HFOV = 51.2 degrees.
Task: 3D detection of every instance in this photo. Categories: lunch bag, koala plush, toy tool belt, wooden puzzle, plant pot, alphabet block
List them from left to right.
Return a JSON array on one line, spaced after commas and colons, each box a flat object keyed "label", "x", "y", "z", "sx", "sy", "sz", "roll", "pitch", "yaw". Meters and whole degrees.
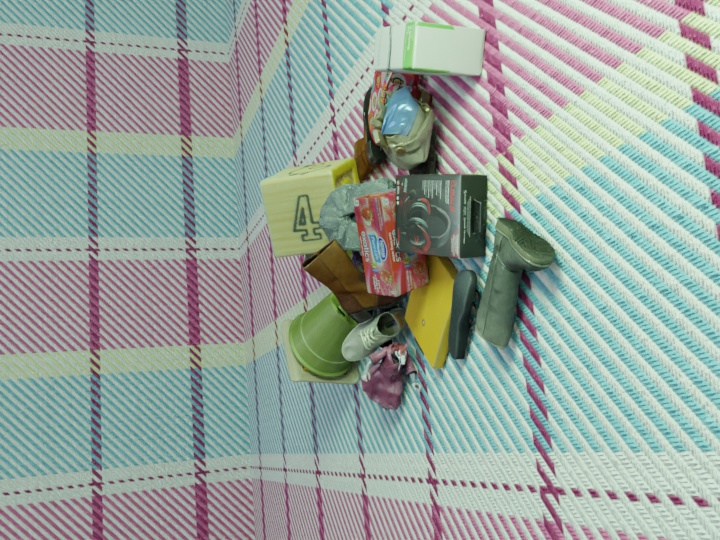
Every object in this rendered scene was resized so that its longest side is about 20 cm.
[{"label": "alphabet block", "x": -0.113, "y": -0.158, "z": 1.877, "sx": 0.195, "sy": 0.196, "sz": 0.200, "roll": -48, "pitch": -51, "yaw": -65}, {"label": "wooden puzzle", "x": -0.106, "y": 0.215, "z": 2.016, "sx": 0.037, "sy": 0.196, "sz": 0.188, "roll": -55, "pitch": 40, "yaw": 45}, {"label": "plant pot", "x": -0.060, "y": 0.140, "z": 1.949, "sx": 0.191, "sy": 0.197, "sz": 0.203, "roll": -51, "pitch": 42, "yaw": 41}, {"label": "koala plush", "x": 0.013, "y": -0.115, "z": 1.744, "sx": 0.200, "sy": 0.180, "sz": 0.182, "roll": 7, "pitch": -96, "yaw": -74}, {"label": "lunch bag", "x": 0.066, "y": -0.393, "z": 1.677, "sx": 0.177, "sy": 0.080, "sz": 0.203, "roll": -109, "pitch": 26, "yaw": -54}, {"label": "toy tool belt", "x": 0.083, "y": -0.308, "z": 1.506, "sx": 0.124, "sy": 0.122, "sz": 0.203, "roll": -24, "pitch": 46, "yaw": 45}]

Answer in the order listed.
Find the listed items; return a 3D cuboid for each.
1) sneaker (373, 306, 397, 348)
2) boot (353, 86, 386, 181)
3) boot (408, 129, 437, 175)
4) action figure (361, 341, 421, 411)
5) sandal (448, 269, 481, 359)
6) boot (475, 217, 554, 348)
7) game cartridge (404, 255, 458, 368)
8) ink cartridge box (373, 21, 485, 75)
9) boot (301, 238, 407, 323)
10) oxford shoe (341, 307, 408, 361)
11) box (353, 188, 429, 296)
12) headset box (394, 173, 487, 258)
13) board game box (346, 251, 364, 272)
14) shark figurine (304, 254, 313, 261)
[{"label": "sneaker", "x": 0.060, "y": 0.090, "z": 1.757, "sx": 0.091, "sy": 0.075, "sz": 0.204, "roll": 43, "pitch": 138, "yaw": 50}, {"label": "boot", "x": 0.023, "y": -0.338, "z": 1.870, "sx": 0.200, "sy": 0.067, "sz": 0.193, "roll": 155, "pitch": 105, "yaw": -76}, {"label": "boot", "x": 0.120, "y": -0.180, "z": 1.582, "sx": 0.200, "sy": 0.068, "sz": 0.178, "roll": -42, "pitch": 49, "yaw": 54}, {"label": "action figure", "x": 0.077, "y": 0.220, "z": 1.695, "sx": 0.150, "sy": 0.132, "sz": 0.202, "roll": -66, "pitch": -2, "yaw": -49}, {"label": "sandal", "x": 0.198, "y": 0.078, "z": 1.410, "sx": 0.077, "sy": 0.042, "sz": 0.203, "roll": -104, "pitch": 13, "yaw": -50}, {"label": "boot", "x": 0.243, "y": 0.034, "z": 1.226, "sx": 0.182, "sy": 0.071, "sz": 0.204, "roll": -105, "pitch": 27, "yaw": -68}, {"label": "game cartridge", "x": 0.152, "y": 0.068, "z": 1.544, "sx": 0.177, "sy": 0.032, "sz": 0.203, "roll": -118, "pitch": 35, "yaw": -52}, {"label": "ink cartridge box", "x": 0.125, "y": -0.417, "z": 1.426, "sx": 0.200, "sy": 0.143, "sz": 0.086, "roll": -146, "pitch": 58, "yaw": -65}, {"label": "boot", "x": 0.000, "y": 0.000, "z": 1.638, "sx": 0.186, "sy": 0.200, "sz": 0.069, "roll": -28, "pitch": 28, "yaw": 27}, {"label": "oxford shoe", "x": 0.027, "y": 0.146, "z": 1.709, "sx": 0.198, "sy": 0.058, "sz": 0.076, "roll": -33, "pitch": 84, "yaw": 28}, {"label": "box", "x": 0.063, "y": -0.059, "z": 1.518, "sx": 0.095, "sy": 0.098, "sz": 0.204, "roll": 6, "pitch": 109, "yaw": 51}, {"label": "headset box", "x": 0.154, "y": -0.104, "z": 1.397, "sx": 0.198, "sy": 0.074, "sz": 0.152, "roll": 9, "pitch": 101, "yaw": 51}, {"label": "board game box", "x": -0.030, "y": 0.020, "z": 2.043, "sx": 0.201, "sy": 0.032, "sz": 0.122, "roll": 114, "pitch": 153, "yaw": -50}, {"label": "shark figurine", "x": -0.064, "y": -0.095, "z": 2.033, "sx": 0.127, "sy": 0.216, "sz": 0.090, "roll": 24, "pitch": 159, "yaw": 37}]
